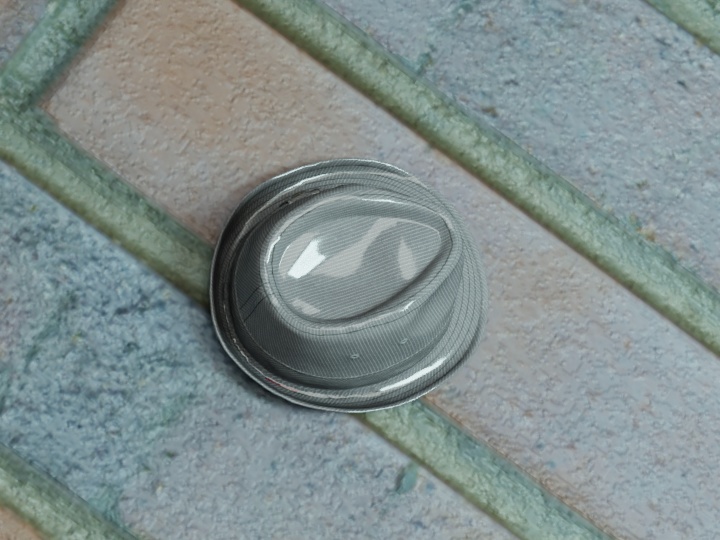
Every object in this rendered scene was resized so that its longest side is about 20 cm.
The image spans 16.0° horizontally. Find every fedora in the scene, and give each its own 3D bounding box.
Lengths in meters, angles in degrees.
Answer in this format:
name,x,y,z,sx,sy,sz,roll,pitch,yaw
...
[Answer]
name,x,y,z,sx,sy,sz,roll,pitch,yaw
fedora,0.000,0.000,1.695,0.199,0.090,0.178,-10,76,-16
